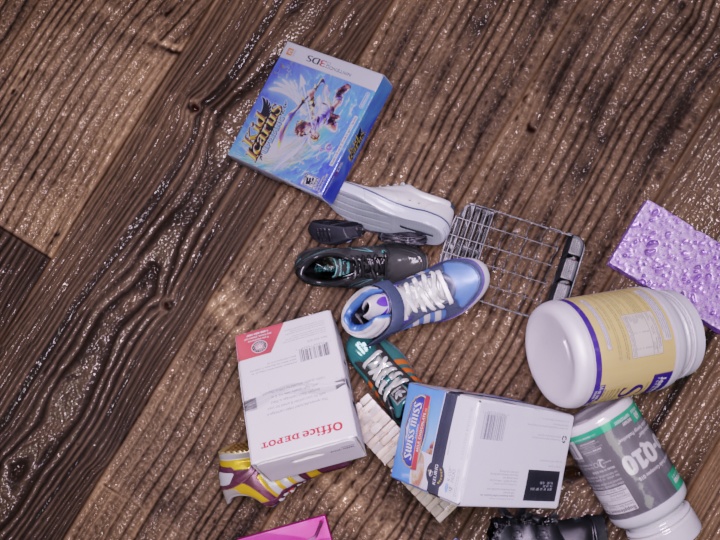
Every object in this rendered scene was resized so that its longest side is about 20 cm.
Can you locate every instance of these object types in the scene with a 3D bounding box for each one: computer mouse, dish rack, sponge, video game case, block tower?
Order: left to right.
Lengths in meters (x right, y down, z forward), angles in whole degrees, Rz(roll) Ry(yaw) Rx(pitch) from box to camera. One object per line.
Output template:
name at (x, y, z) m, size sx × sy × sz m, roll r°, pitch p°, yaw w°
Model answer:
video game case at (-0.077, -0.222, 1.146) m, size 0.181 × 0.045 × 0.200 m, roll 26°, pitch 87°, yaw 26°
computer mouse at (0.007, -0.047, 1.114) m, size 0.200 × 0.059 × 0.034 m, roll 10°, pitch 105°, yaw 36°
block tower at (0.063, 0.267, 1.114) m, size 0.054 × 0.058 × 0.200 m, roll -44°, pitch 82°, yaw -1°
dish rack at (0.218, -0.008, 1.131) m, size 0.200 × 0.055 × 0.154 m, roll 19°, pitch 85°, yaw 7°
sponge at (0.474, -0.004, 1.123) m, size 0.200 × 0.030 × 0.112 m, roll 32°, pitch 88°, yaw 6°

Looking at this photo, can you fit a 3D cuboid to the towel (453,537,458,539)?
towel at (0.178, 0.499, 1.104) m, size 0.200 × 0.024 × 0.145 m, roll 34°, pitch 90°, yaw 8°

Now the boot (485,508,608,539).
boot at (0.263, 0.430, 1.070) m, size 0.162 × 0.073 × 0.199 m, roll -2°, pitch 75°, yaw -2°

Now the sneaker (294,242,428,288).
sneaker at (0.000, 0.000, 1.128) m, size 0.200 × 0.079 × 0.076 m, roll -4°, pitch 95°, yaw 4°

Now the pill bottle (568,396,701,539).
pill bottle at (0.372, 0.281, 1.062) m, size 0.113 × 0.113 × 0.200 m, roll -31°, pitch 84°, yaw 1°

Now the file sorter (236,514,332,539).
file sorter at (-0.094, 0.468, 1.070) m, size 0.139 × 0.125 × 0.200 m, roll -16°, pitch 84°, yaw 2°

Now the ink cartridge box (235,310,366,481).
ink cartridge box at (-0.085, 0.175, 1.079) m, size 0.147 × 0.083 × 0.200 m, roll -15°, pitch 56°, yaw 3°

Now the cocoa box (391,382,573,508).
cocoa box at (0.163, 0.233, 1.026) m, size 0.200 × 0.131 × 0.134 m, roll 15°, pitch 85°, yaw -38°

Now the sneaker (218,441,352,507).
sneaker at (-0.106, 0.295, 1.120) m, size 0.200 × 0.075 × 0.090 m, roll -4°, pitch 93°, yaw 10°

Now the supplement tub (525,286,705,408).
supplement tub at (0.343, 0.100, 1.045) m, size 0.200 × 0.145 × 0.146 m, roll -8°, pitch 84°, yaw -17°

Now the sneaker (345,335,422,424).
sneaker at (0.054, 0.165, 1.109) m, size 0.071 × 0.080 × 0.200 m, roll -43°, pitch 84°, yaw 0°

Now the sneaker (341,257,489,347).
sneaker at (0.068, 0.043, 1.059) m, size 0.200 × 0.146 × 0.081 m, roll -23°, pitch 82°, yaw 26°

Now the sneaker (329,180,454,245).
sneaker at (0.044, -0.098, 1.150) m, size 0.200 × 0.073 × 0.071 m, roll 21°, pitch 55°, yaw 11°
